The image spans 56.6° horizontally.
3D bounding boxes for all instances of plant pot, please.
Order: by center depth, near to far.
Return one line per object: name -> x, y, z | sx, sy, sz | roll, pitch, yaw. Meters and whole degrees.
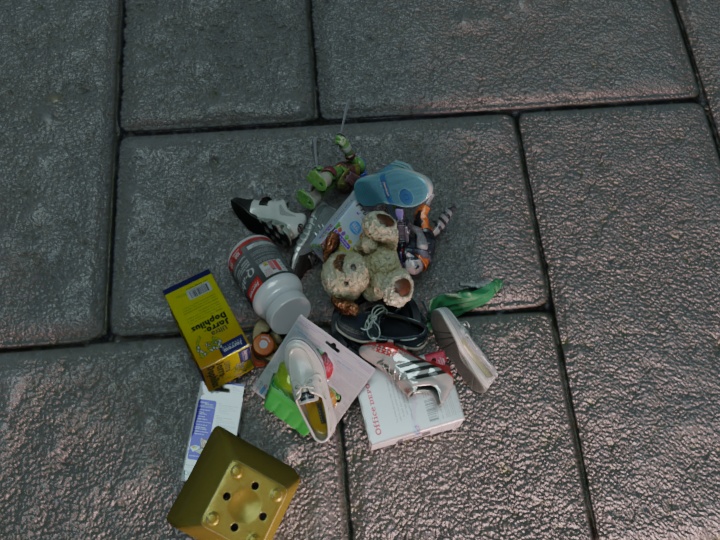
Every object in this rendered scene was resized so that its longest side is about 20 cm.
plant pot -> -0.219, 0.414, 1.206 | 0.192, 0.200, 0.198 | 31, 70, -9

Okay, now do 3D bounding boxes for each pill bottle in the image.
pill bottle -> -0.189, 0.029, 1.394 | 0.114, 0.117, 0.201 | -31, 53, -12

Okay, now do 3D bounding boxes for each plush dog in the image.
plush dog -> 0.000, 0.000, 1.374 | 0.167, 0.161, 0.205 | -12, 76, -13

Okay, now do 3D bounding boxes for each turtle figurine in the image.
turtle figurine -> -0.080, -0.241, 1.503 | 0.141, 0.204, 0.194 | -7, 27, 37

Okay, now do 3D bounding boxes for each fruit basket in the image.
fruit basket -> -0.095, 0.214, 1.325 | 0.183, 0.094, 0.202 | 34, 104, -1

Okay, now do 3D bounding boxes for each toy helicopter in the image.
toy helicopter -> -0.133, 0.155, 1.412 | 0.196, 0.079, 0.135 | 22, 61, -4

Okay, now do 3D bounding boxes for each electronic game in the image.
electronic game -> 0.033, 0.114, 1.427 | 0.194, 0.042, 0.204 | -2, 59, 3

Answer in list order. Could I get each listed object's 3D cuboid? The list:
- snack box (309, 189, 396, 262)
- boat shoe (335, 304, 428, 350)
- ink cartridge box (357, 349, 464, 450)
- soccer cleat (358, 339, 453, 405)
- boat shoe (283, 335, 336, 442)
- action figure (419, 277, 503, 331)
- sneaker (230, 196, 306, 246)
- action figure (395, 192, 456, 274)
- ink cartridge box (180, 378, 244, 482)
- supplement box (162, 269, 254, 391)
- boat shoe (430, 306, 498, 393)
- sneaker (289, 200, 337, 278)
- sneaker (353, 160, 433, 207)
snack box -> 0.000, -0.079, 1.460 | 0.143, 0.053, 0.201 | 49, 67, -25
boat shoe -> 0.042, 0.115, 1.365 | 0.195, 0.062, 0.076 | 15, 60, 13
ink cartridge box -> 0.095, 0.263, 1.356 | 0.195, 0.086, 0.151 | -13, 68, -4
soccer cleat -> 0.085, 0.198, 1.302 | 0.195, 0.069, 0.087 | 19, 60, 5
boat shoe -> -0.096, 0.224, 1.245 | 0.069, 0.070, 0.205 | -15, 98, 7
action figure -> 0.223, 0.060, 1.438 | 0.196, 0.119, 0.055 | -19, 58, -17
sneaker -> -0.203, -0.126, 1.498 | 0.197, 0.075, 0.089 | 27, 60, 26
action figure -> 0.132, -0.081, 1.427 | 0.102, 0.202, 0.197 | 11, 60, 17
ink cartridge box -> -0.294, 0.328, 1.350 | 0.097, 0.039, 0.205 | 7, 71, 2
supplement box -> -0.310, 0.121, 1.368 | 0.108, 0.110, 0.202 | -26, 62, -18
boat shoe -> 0.215, 0.157, 1.386 | 0.064, 0.074, 0.204 | -38, 98, -26
sneaker -> -0.079, -0.054, 1.481 | 0.113, 0.075, 0.204 | 20, 69, 4
sneaker -> 0.092, -0.187, 1.379 | 0.197, 0.081, 0.130 | 6, 29, 43
